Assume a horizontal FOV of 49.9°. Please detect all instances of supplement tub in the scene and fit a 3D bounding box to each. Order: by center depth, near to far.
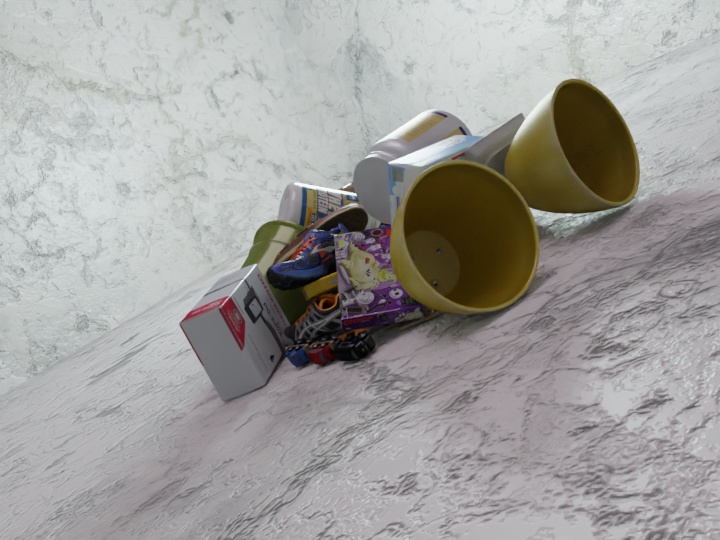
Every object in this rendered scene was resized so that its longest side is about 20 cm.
[{"bbox_3d":[0.095,-0.179,1.342,0.145,0.146,0.200,-15,18,49],"label":"supplement tub"},{"bbox_3d":[-0.063,-0.094,1.574,0.198,0.146,0.145,8,1,-16],"label":"supplement tub"}]

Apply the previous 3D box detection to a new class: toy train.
[{"bbox_3d":[-0.051,0.119,1.135,0.199,0.034,0.046,-13,29,52],"label":"toy train"}]

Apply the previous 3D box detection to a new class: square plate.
[{"bbox_3d":[0.232,-0.135,1.282,0.028,0.202,0.198,15,34,33],"label":"square plate"}]

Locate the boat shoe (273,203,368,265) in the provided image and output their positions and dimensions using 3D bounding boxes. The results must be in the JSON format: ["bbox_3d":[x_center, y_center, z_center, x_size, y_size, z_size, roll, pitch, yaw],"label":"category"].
[{"bbox_3d":[-0.076,-0.056,1.358,0.199,0.072,0.068,-37,37,12],"label":"boat shoe"}]

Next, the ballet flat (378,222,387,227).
[{"bbox_3d":[0.073,-0.087,1.495,0.201,0.070,0.071,-63,-9,29],"label":"ballet flat"}]

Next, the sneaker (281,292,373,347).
[{"bbox_3d":[-0.059,0.078,1.230,0.199,0.078,0.078,-20,13,42],"label":"sneaker"}]

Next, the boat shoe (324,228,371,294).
[{"bbox_3d":[-0.028,0.009,1.373,0.200,0.070,0.070,-45,18,12],"label":"boat shoe"}]

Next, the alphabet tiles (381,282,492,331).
[{"bbox_3d":[0.128,0.036,1.160,0.199,0.008,0.167,-24,11,17],"label":"alphabet tiles"}]

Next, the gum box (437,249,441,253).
[{"bbox_3d":[0.113,-0.025,1.396,0.169,0.045,0.200,-32,12,-25],"label":"gum box"}]

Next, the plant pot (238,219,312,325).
[{"bbox_3d":[-0.168,0.041,1.462,0.199,0.201,0.190,-17,26,43],"label":"plant pot"}]

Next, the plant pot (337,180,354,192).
[{"bbox_3d":[0.022,-0.120,1.740,0.199,0.176,0.200,-27,10,5],"label":"plant pot"}]

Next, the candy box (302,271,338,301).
[{"bbox_3d":[0.000,0.000,1.265,0.198,0.027,0.102,-23,-4,-7],"label":"candy box"}]

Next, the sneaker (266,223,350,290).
[{"bbox_3d":[-0.080,-0.023,1.255,0.075,0.079,0.199,-26,-3,42],"label":"sneaker"}]

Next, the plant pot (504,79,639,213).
[{"bbox_3d":[0.306,-0.167,1.184,0.200,0.201,0.142,-35,5,-41],"label":"plant pot"}]

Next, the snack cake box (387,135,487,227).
[{"bbox_3d":[0.127,-0.135,1.218,0.067,0.116,0.199,11,26,36],"label":"snack cake box"}]

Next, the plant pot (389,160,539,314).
[{"bbox_3d":[0.117,-0.027,1.037,0.199,0.201,0.142,-31,-3,-27],"label":"plant pot"}]

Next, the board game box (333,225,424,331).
[{"bbox_3d":[0.023,0.005,1.159,0.119,0.033,0.201,-7,39,-1],"label":"board game box"}]

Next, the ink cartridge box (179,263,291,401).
[{"bbox_3d":[-0.195,0.094,1.261,0.083,0.146,0.200,-23,15,17],"label":"ink cartridge box"}]
